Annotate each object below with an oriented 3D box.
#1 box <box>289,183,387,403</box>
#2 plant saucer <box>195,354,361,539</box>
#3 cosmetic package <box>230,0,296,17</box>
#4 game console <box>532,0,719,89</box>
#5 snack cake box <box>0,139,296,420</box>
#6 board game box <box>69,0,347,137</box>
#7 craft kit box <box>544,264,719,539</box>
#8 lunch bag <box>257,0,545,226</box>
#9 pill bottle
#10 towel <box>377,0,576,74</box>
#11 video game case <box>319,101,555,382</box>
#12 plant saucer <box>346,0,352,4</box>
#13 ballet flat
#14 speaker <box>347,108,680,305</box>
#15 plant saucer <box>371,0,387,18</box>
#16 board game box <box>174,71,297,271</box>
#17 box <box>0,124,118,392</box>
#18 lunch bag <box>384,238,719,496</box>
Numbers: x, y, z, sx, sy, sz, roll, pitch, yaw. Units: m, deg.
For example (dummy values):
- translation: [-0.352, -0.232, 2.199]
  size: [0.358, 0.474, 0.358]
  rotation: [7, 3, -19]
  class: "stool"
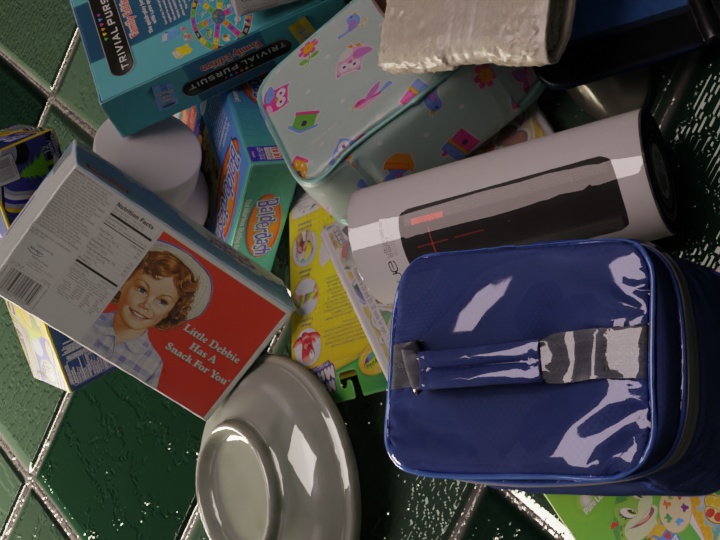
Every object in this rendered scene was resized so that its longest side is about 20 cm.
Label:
- translation: [0.000, 0.000, 1.037]
  size: [0.117, 0.048, 0.201]
  rotation: [-18, 64, 42]
  class: "box"
- translation: [-0.077, 0.165, 1.036]
  size: [0.200, 0.050, 0.201]
  rotation: [8, 99, 52]
  class: "plant saucer"
- translation: [-0.005, -0.251, 0.998]
  size: [0.083, 0.199, 0.051]
  rotation: [83, 168, -54]
  class: "cosmetic package"
- translation: [0.172, -0.237, 0.857]
  size: [0.171, 0.118, 0.201]
  rotation: [123, 139, -52]
  class: "game console"
- translation: [-0.163, 0.009, 1.029]
  size: [0.115, 0.200, 0.067]
  rotation: [-51, 22, 8]
  class: "snack cake box"
- translation: [-0.121, -0.210, 1.081]
  size: [0.199, 0.047, 0.151]
  rotation: [-24, 56, 3]
  class: "board game box"
- translation: [0.216, 0.124, 0.775]
  size: [0.200, 0.048, 0.198]
  rotation: [-54, 44, 22]
  class: "craft kit box"
- translation: [0.029, -0.138, 0.975]
  size: [0.200, 0.077, 0.161]
  rotation: [-37, 41, 7]
  class: "lunch bag"
- translation: [-0.186, -0.036, 1.141]
  size: [0.200, 0.112, 0.113]
  rotation: [111, 147, -52]
  class: "pill bottle"
- translation: [0.080, -0.217, 0.850]
  size: [0.132, 0.034, 0.201]
  rotation: [3, 78, 42]
  class: "towel"
- translation: [0.081, -0.001, 0.925]
  size: [0.182, 0.023, 0.201]
  rotation: [-34, 53, 12]
  class: "video game case"
- translation: [-0.023, -0.236, 1.125]
  size: [0.199, 0.048, 0.201]
  rotation: [-15, 68, 43]
  class: "plant saucer"
- translation: [0.135, -0.185, 0.930]
  size: [0.067, 0.063, 0.201]
  rotation: [-37, 55, 36]
  class: "ballet flat"
- translation: [0.094, -0.038, 0.873]
  size: [0.199, 0.081, 0.082]
  rotation: [-14, 68, 24]
  class: "speaker"
- translation: [0.086, -0.237, 0.894]
  size: [0.200, 0.034, 0.201]
  rotation: [-15, 65, 36]
  class: "plant saucer"
- translation: [-0.107, -0.110, 1.136]
  size: [0.152, 0.045, 0.201]
  rotation: [112, 147, -49]
  class: "board game box"
- translation: [-0.249, -0.010, 1.085]
  size: [0.070, 0.064, 0.201]
  rotation: [12, 123, 51]
  class: "box"
- translation: [0.103, 0.054, 0.774]
  size: [0.199, 0.132, 0.137]
  rotation: [-7, 74, 38]
  class: "lunch bag"
